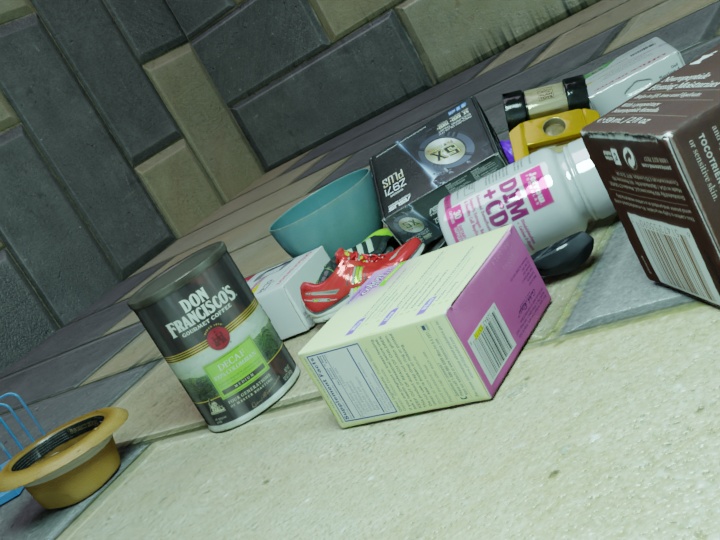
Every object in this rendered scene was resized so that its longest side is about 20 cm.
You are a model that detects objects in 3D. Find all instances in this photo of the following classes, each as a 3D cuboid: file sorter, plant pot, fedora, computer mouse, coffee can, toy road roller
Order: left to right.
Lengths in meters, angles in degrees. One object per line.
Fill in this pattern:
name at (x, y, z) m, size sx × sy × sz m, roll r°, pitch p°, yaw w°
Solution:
file sorter at (-0.630, 0.313, 1.471) m, size 0.138 × 0.124 × 0.200 m, roll -30°, pitch 14°, yaw 4°
fedora at (-0.400, 0.269, 1.216) m, size 0.198 × 0.083 × 0.201 m, roll -24°, pitch 12°, yaw 6°
coffee can at (-0.189, 0.085, 1.150) m, size 0.145 × 0.202 × 0.147 m, roll -29°, pitch 14°, yaw 8°
plant pot at (-0.038, -0.064, 1.495) m, size 0.198 × 0.136 × 0.200 m, roll -29°, pitch 14°, yaw 8°
computer mouse at (0.182, 0.009, 0.997) m, size 0.199 × 0.034 × 0.058 m, roll -28°, pitch 3°, yaw 42°
toy road roller at (0.276, -0.162, 1.231) m, size 0.121 × 0.147 × 0.202 m, roll -12°, pitch 53°, yaw 11°

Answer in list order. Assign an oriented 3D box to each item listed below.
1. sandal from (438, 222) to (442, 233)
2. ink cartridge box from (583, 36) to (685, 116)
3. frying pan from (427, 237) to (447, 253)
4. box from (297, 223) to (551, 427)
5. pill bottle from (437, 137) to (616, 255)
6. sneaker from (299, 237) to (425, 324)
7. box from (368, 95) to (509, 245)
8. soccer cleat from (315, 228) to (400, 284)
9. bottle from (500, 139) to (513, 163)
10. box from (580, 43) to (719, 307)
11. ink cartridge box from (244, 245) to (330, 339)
sandal at (0.172, -0.075, 1.200) m, size 0.077 × 0.043 × 0.199 m, roll -55°, pitch 26°, yaw -15°
ink cartridge box at (0.427, -0.283, 1.368) m, size 0.143 × 0.085 × 0.200 m, roll -27°, pitch 14°, yaw 18°
frying pan at (0.116, -0.035, 1.191) m, size 0.190 × 0.031 × 0.115 m, roll -45°, pitch 0°, yaw -1°
box at (0.068, 0.059, 0.908) m, size 0.198 × 0.098 × 0.176 m, roll -19°, pitch 18°, yaw 40°
pill bottle at (0.202, -0.075, 1.052) m, size 0.198 × 0.114 × 0.114 m, roll -26°, pitch 14°, yaw 20°
sneaker at (0.000, 0.000, 1.265) m, size 0.198 × 0.086 × 0.077 m, roll -31°, pitch 1°, yaw 3°
box at (0.123, -0.147, 1.345) m, size 0.198 × 0.086 × 0.165 m, roll -29°, pitch 39°, yaw 16°
soccer cleat at (0.008, -0.007, 1.354) m, size 0.080 × 0.068 × 0.200 m, roll 4°, pitch 35°, yaw 46°
bottle at (0.207, -0.158, 1.443) m, size 0.199 × 0.066 × 0.083 m, roll -34°, pitch 19°, yaw -14°
box at (0.327, -0.094, 0.736) m, size 0.198 × 0.166 × 0.166 m, roll -31°, pitch 13°, yaw -3°
ink cartridge box at (-0.142, 0.054, 1.411) m, size 0.198 × 0.086 × 0.148 m, roll -24°, pitch 15°, yaw 34°
